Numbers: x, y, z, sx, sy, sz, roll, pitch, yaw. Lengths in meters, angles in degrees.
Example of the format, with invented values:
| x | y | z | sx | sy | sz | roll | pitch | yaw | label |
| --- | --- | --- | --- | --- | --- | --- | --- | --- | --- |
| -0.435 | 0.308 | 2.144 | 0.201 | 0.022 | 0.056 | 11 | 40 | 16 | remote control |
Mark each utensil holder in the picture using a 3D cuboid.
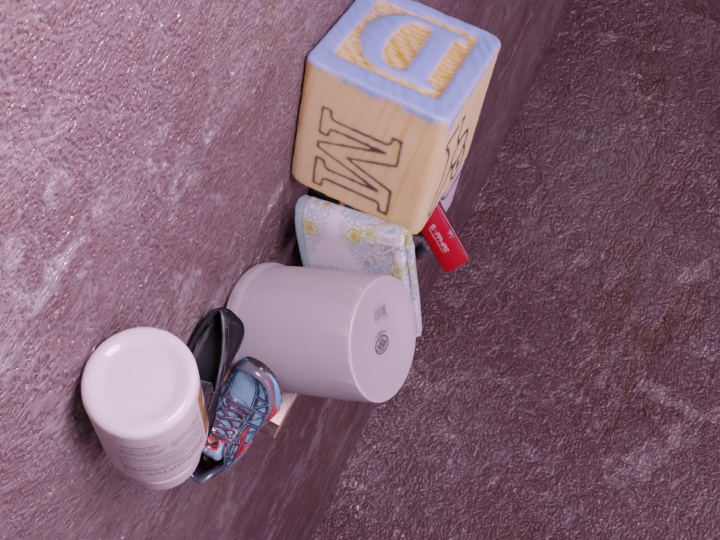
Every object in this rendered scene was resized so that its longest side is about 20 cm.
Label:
| x | y | z | sx | sy | sz | roll | pitch | yaw | label |
| --- | --- | --- | --- | --- | --- | --- | --- | --- | --- |
| -0.050 | 0.081 | 1.352 | 0.169 | 0.197 | 0.173 | -10 | 102 | -55 | utensil holder |

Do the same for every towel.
| x | y | z | sx | sy | sz | roll | pitch | yaw | label |
| --- | --- | --- | --- | --- | --- | --- | --- | --- | --- |
| 0.000 | 0.000 | 1.404 | 0.048 | 0.169 | 0.202 | -52 | 146 | -37 | towel |

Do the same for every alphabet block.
| x | y | z | sx | sy | sz | roll | pitch | yaw | label |
| --- | --- | --- | --- | --- | --- | --- | --- | --- | --- |
| 0.043 | -0.205 | 1.339 | 0.196 | 0.194 | 0.202 | -54 | 165 | -39 | alphabet block |

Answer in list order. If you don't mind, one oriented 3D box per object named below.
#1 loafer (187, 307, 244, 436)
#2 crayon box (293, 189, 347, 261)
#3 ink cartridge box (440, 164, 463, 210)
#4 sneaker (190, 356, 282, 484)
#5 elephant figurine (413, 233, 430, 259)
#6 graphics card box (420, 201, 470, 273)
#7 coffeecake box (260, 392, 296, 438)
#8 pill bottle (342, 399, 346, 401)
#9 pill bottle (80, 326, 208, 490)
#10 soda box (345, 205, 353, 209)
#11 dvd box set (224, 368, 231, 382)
| x | y | z | sx | sy | sz | roll | pitch | yaw | label |
| --- | --- | --- | --- | --- | --- | --- | --- | --- | --- |
| -0.200 | 0.139 | 1.266 | 0.070 | 0.067 | 0.203 | 52 | 57 | -70 | loafer |
| -0.029 | -0.104 | 1.611 | 0.200 | 0.051 | 0.127 | -51 | 162 | -53 | crayon box |
| 0.100 | -0.190 | 1.803 | 0.084 | 0.144 | 0.202 | -57 | 167 | -40 | ink cartridge box |
| -0.164 | 0.199 | 1.326 | 0.096 | 0.079 | 0.202 | -45 | 165 | -55 | sneaker |
| 0.020 | -0.019 | 1.794 | 0.200 | 0.154 | 0.142 | -47 | -156 | 14 | elephant figurine |
| 0.108 | -0.096 | 1.683 | 0.050 | 0.126 | 0.201 | -29 | -151 | 7 | graphics card box |
| -0.123 | 0.162 | 1.599 | 0.155 | 0.072 | 0.200 | -62 | 179 | -15 | coffeecake box |
| -0.003 | 0.092 | 1.600 | 0.111 | 0.109 | 0.204 | 35 | 45 | -80 | pill bottle |
| -0.214 | 0.151 | 1.076 | 0.115 | 0.113 | 0.201 | -59 | 168 | -27 | pill bottle |
| 0.001 | -0.059 | 1.546 | 0.200 | 0.063 | 0.069 | -54 | 165 | -50 | soda box |
| -0.186 | 0.149 | 1.449 | 0.202 | 0.029 | 0.146 | -63 | 170 | -11 | dvd box set |
